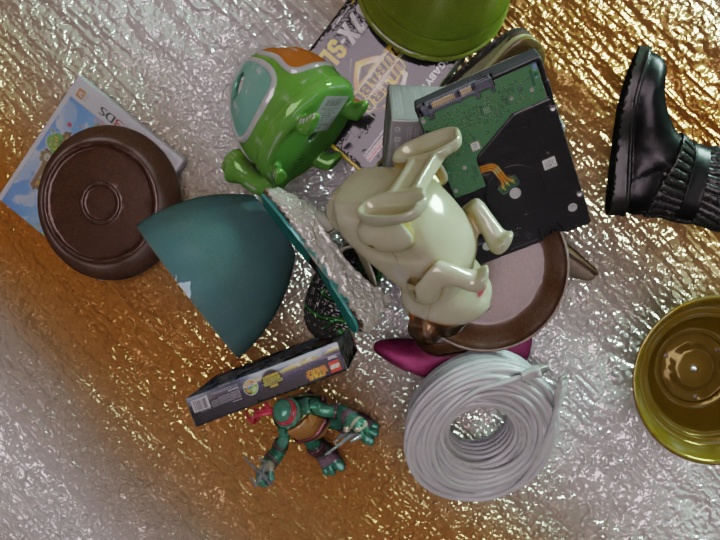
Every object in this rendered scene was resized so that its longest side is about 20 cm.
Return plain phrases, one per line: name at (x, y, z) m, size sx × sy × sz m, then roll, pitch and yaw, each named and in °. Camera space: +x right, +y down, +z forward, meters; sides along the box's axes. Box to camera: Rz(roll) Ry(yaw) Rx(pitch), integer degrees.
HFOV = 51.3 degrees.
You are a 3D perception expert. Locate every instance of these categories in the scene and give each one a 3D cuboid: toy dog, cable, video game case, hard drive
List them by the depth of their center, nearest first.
toy dog at (0.063, -0.013, 0.790) m, size 0.191 × 0.141 × 0.201 m, roll -14°, pitch 124°, yaw 33°
hard drive at (0.155, -0.117, 0.809) m, size 0.138 × 0.038 × 0.202 m, roll -21°, pitch 119°, yaw 12°
cable at (0.148, 0.193, 0.931) m, size 0.196 × 0.070 × 0.203 m, roll -3°, pitch 116°, yaw -5°
video game case at (-0.358, -0.122, 0.999) m, size 0.181 × 0.022 × 0.201 m, roll 37°, pitch 96°, yaw 1°

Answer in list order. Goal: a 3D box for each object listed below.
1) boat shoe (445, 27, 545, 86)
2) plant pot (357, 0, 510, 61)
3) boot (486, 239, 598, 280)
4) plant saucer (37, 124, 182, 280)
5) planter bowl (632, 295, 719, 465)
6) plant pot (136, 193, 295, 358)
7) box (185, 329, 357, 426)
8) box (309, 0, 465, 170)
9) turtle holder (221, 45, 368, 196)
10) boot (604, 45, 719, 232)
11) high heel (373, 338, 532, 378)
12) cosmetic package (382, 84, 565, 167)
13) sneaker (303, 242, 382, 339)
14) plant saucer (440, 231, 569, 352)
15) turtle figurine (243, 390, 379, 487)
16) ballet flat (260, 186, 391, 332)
boat shoe at (0.141, -0.218, 0.933) m, size 0.199 × 0.065 × 0.073 m, roll -37°, pitch 120°, yaw 22°
plant pot at (0.102, -0.369, 0.830) m, size 0.196 × 0.193 × 0.204 m, roll 1°, pitch 80°, yaw -8°
boot at (0.179, -0.004, 0.950) m, size 0.199 × 0.070 × 0.147 m, roll 38°, pitch 102°, yaw 2°
plant saucer at (-0.332, -0.088, 0.973) m, size 0.196 × 0.034 × 0.204 m, roll 0°, pitch 93°, yaw 3°
planter bowl at (0.425, 0.128, 0.926) m, size 0.196 × 0.083 × 0.205 m, roll 0°, pitch 94°, yaw 5°
plant pot at (-0.158, -0.015, 0.917) m, size 0.134 × 0.200 × 0.201 m, roll -38°, pitch 91°, yaw -9°
box at (-0.105, 0.129, 0.941) m, size 0.197 × 0.137 × 0.041 m, roll -21°, pitch 92°, yaw 6°
box at (0.013, -0.245, 0.948) m, size 0.159 × 0.049 × 0.201 m, roll 40°, pitch 96°, yaw 2°
turtle holder at (-0.089, -0.178, 0.887) m, size 0.140 × 0.186 × 0.132 m, roll -36°, pitch 74°, yaw -29°
boot at (0.388, -0.158, 0.907) m, size 0.155 × 0.079 × 0.215 m, roll 6°, pitch 105°, yaw 11°
high heel at (0.119, 0.089, 0.954) m, size 0.196 × 0.068 × 0.098 m, roll 12°, pitch 105°, yaw -12°
cosmetic package at (0.126, -0.157, 0.871) m, size 0.196 × 0.108 × 0.091 m, roll 5°, pitch 124°, yaw -2°
sneaker at (0.000, 0.000, 0.931) m, size 0.077 × 0.085 × 0.202 m, roll 31°, pitch 77°, yaw 9°
plant saucer at (0.148, -0.006, 0.901) m, size 0.196 × 0.037 × 0.205 m, roll 2°, pitch 99°, yaw 11°
turtle figurine at (-0.058, 0.197, 0.915) m, size 0.148 × 0.200 × 0.102 m, roll -26°, pitch 62°, yaw 16°
ballet flat at (-0.035, -0.021, 0.861) m, size 0.071 × 0.072 × 0.201 m, roll -36°, pitch 88°, yaw 6°
